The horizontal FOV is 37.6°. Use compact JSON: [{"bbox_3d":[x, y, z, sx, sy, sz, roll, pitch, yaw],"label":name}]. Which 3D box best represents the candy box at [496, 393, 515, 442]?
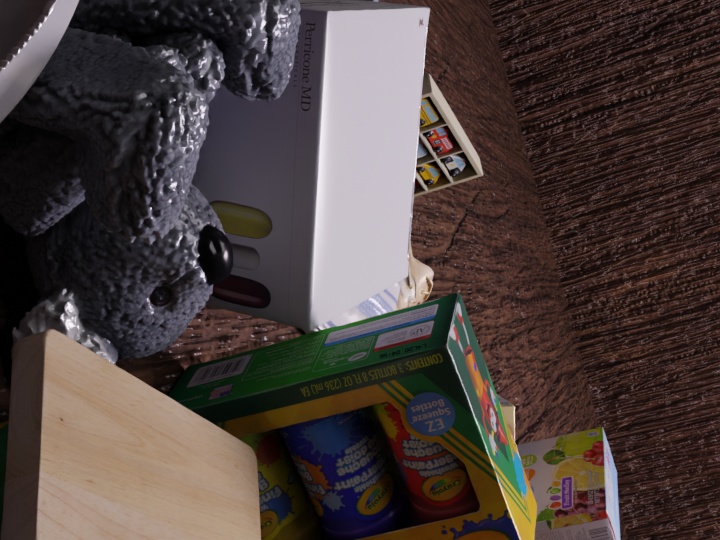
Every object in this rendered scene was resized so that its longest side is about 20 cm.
[{"bbox_3d":[0.104,0.175,1.062,0.200,0.055,0.117,-157,-115,-81],"label":"candy box"}]

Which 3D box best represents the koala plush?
[{"bbox_3d":[-0.131,-0.039,0.550,0.178,0.181,0.202,-62,155,-50],"label":"koala plush"}]

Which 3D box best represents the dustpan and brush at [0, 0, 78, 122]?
[{"bbox_3d":[-0.199,-0.058,0.410,0.057,0.138,0.202,44,59,-71],"label":"dustpan and brush"}]

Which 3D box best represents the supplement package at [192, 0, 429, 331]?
[{"bbox_3d":[-0.038,-0.083,0.728,0.155,0.110,0.203,-26,123,-60],"label":"supplement package"}]

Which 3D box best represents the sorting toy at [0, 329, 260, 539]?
[{"bbox_3d":[-0.120,0.161,0.505,0.200,0.069,0.201,47,32,-56],"label":"sorting toy"}]

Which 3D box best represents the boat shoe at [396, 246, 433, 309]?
[{"bbox_3d":[0.045,0.007,1.130,0.074,0.068,0.203,122,-44,-76],"label":"boat shoe"}]

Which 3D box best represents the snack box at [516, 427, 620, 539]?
[{"bbox_3d":[0.172,0.253,1.128,0.169,0.198,0.068,-62,133,-67],"label":"snack box"}]

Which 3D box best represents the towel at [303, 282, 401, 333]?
[{"bbox_3d":[0.000,0.000,1.009,0.147,0.024,0.202,48,43,-41],"label":"towel"}]

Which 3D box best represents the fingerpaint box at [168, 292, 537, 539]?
[{"bbox_3d":[-0.006,0.126,0.678,0.074,0.198,0.168,-66,137,-63],"label":"fingerpaint box"}]

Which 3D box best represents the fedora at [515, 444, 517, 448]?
[{"bbox_3d":[0.074,0.199,0.894,0.082,0.199,0.203,-10,-83,66],"label":"fedora"}]

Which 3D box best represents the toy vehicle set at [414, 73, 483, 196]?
[{"bbox_3d":[0.057,-0.149,1.241,0.200,0.123,0.027,44,33,-58],"label":"toy vehicle set"}]
